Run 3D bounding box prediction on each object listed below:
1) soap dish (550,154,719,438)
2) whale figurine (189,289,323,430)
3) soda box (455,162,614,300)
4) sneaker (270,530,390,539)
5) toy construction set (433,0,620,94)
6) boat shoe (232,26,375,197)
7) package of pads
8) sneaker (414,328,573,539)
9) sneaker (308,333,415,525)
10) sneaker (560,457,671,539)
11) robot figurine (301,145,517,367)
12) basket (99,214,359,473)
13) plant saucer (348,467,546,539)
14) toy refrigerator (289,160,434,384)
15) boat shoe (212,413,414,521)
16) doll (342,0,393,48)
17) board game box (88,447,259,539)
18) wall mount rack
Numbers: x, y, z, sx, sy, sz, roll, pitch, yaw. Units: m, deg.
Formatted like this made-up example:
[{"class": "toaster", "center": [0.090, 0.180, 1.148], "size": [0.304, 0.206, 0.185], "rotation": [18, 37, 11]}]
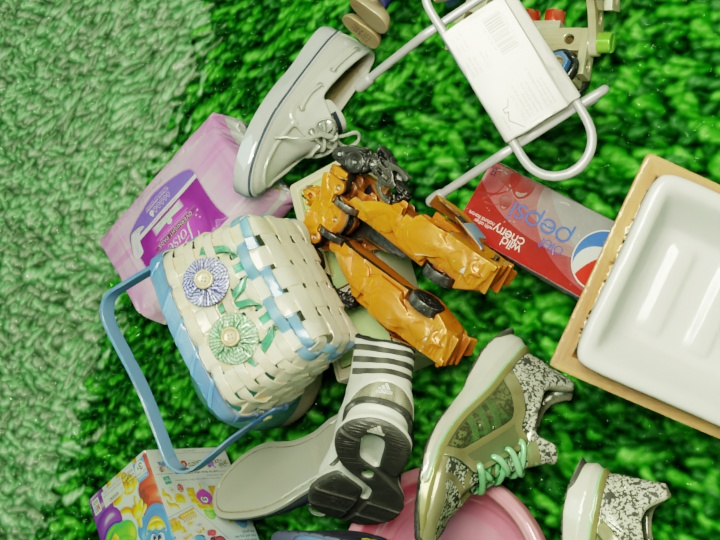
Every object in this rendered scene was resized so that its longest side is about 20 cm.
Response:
[{"class": "soap dish", "center": [0.250, 0.030, 0.752], "size": [0.200, 0.081, 0.157], "rotation": [23, 94, -7]}, {"class": "whale figurine", "center": [-0.104, 0.051, 1.004], "size": [0.159, 0.104, 0.200], "rotation": [8, 98, 47]}, {"class": "soda box", "center": [0.179, -0.015, 0.878], "size": [0.200, 0.063, 0.070], "rotation": [33, 96, 35]}, {"class": "sneaker", "center": [0.005, 0.257, 0.865], "size": [0.200, 0.074, 0.082], "rotation": [8, 85, 35]}, {"class": "toy construction set", "center": [0.151, -0.223, 0.935], "size": [0.200, 0.092, 0.131], "rotation": [3, 80, 45]}, {"class": "boat shoe", "center": [-0.042, -0.143, 1.028], "size": [0.086, 0.075, 0.202], "rotation": [24, 63, 15]}, {"class": "package of pads", "center": [-0.168, -0.051, 1.108], "size": [0.200, 0.076, 0.121], "rotation": [-45, 59, 17]}, {"class": "sneaker", "center": [0.108, 0.138, 0.842], "size": [0.089, 0.077, 0.200], "rotation": [22, 60, 20]}, {"class": "sneaker", "center": [0.013, 0.124, 0.866], "size": [0.076, 0.201, 0.115], "rotation": [16, 54, -1]}, {"class": "sneaker", "center": [0.198, 0.244, 0.806], "size": [0.089, 0.077, 0.200], "rotation": [-1, 81, 25]}, {"class": "robot figurine", "center": [0.026, -0.015, 0.899], "size": [0.200, 0.058, 0.145], "rotation": [39, 112, 30]}, {"class": "basket", "center": [-0.119, 0.050, 0.896], "size": [0.200, 0.139, 0.176], "rotation": [-37, 74, 25]}, {"class": "plant saucer", "center": [0.075, 0.264, 0.891], "size": [0.200, 0.051, 0.201], "rotation": [-8, 75, 31]}, {"class": "toy refrigerator", "center": [0.000, 0.000, 0.989], "size": [0.076, 0.070, 0.200], "rotation": [-25, 67, 26]}, {"class": "boat shoe", "center": [-0.044, 0.181, 0.978], "size": [0.200, 0.062, 0.075], "rotation": [-32, 50, 17]}, {"class": "doll", "center": [0.060, -0.299, 0.998], "size": [0.048, 0.136, 0.200], "rotation": [39, 77, -4]}, {"class": "board game box", "center": [-0.160, 0.279, 1.003], "size": [0.103, 0.105, 0.200], "rotation": [-42, 59, 29]}, {"class": "wall mount rack", "center": [0.095, -0.147, 0.866], "size": [0.174, 0.075, 0.200], "rotation": [-32, 91, 9]}]
